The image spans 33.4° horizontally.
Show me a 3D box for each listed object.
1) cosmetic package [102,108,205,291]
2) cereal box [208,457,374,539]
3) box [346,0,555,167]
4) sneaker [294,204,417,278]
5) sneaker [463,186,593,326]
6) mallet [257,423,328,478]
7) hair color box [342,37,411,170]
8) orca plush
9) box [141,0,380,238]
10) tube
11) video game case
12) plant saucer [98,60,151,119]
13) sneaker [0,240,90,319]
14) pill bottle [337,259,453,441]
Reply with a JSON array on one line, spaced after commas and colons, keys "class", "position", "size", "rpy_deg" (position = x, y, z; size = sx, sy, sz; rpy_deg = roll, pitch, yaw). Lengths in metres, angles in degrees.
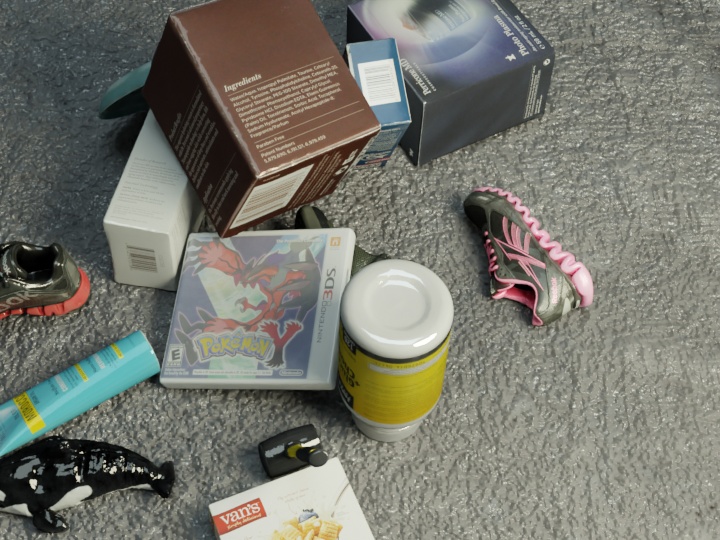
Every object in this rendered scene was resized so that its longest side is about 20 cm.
[{"class": "cosmetic package", "position": [-0.226, -0.092, 1.395], "size": [0.080, 0.113, 0.202], "rpy_deg": [9, 52, 4]}, {"class": "cereal box", "position": [-0.050, 0.293, 1.159], "size": [0.142, 0.040, 0.201], "rpy_deg": [-18, 56, -15]}, {"class": "box", "position": [0.110, -0.268, 1.534], "size": [0.197, 0.124, 0.201], "rpy_deg": [-24, 57, -17]}, {"class": "sneaker", "position": [0.000, 0.000, 1.361], "size": [0.113, 0.077, 0.200], "rpy_deg": [-17, 54, -23]}, {"class": "sneaker", "position": [0.174, -0.014, 1.385], "size": [0.095, 0.079, 0.200], "rpy_deg": [-36, 60, -12]}, {"class": "mallet", "position": [-0.066, 0.180, 1.160], "size": [0.065, 0.200, 0.042], "rpy_deg": [-20, 88, -6]}, {"class": "hair color box", "position": [0.007, -0.189, 1.409], "size": [0.060, 0.200, 0.101], "rpy_deg": [-9, 82, -9]}, {"class": "orca plush", "position": [-0.287, 0.202, 1.197], "size": [0.197, 0.071, 0.106], "rpy_deg": [9, 53, 4]}, {"class": "box", "position": [-0.112, -0.176, 1.307], "size": [0.163, 0.166, 0.202], "rpy_deg": [-24, 80, -27]}, {"class": "tube", "position": [-0.309, 0.132, 1.267], "size": [0.199, 0.051, 0.077], "rpy_deg": [-29, 30, -19]}, {"class": "video game case", "position": [-0.111, 0.040, 1.302], "size": [0.197, 0.023, 0.184], "rpy_deg": [-2, 63, 18]}, {"class": "plant saucer", "position": [-0.231, -0.237, 1.460], "size": [0.198, 0.200, 0.028], "rpy_deg": [-26, 94, -20]}, {"class": "sneaker", "position": [-0.401, 0.016, 1.316], "size": [0.198, 0.098, 0.071], "rpy_deg": [-12, 56, -10]}, {"class": "pill bottle", "position": [0.032, 0.089, 1.214], "size": [0.110, 0.201, 0.113], "rpy_deg": [1, 52, -1]}]
